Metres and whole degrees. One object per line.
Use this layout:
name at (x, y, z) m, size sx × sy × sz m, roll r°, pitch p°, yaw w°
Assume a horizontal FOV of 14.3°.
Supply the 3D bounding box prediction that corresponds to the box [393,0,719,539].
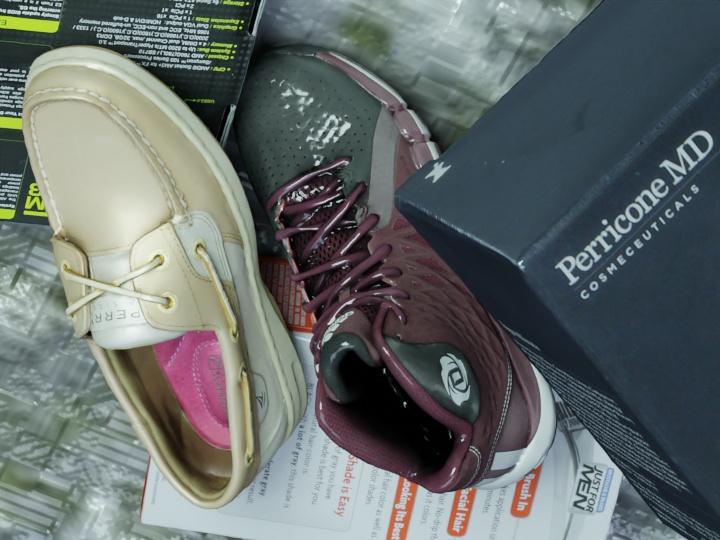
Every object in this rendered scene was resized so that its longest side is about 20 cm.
box at (0.158, -0.015, 1.094) m, size 0.197 × 0.117 × 0.200 m, roll -44°, pitch 116°, yaw -6°

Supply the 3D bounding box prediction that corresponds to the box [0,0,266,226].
box at (-0.139, -0.099, 1.094) m, size 0.200 × 0.048 × 0.193 m, roll 4°, pitch 138°, yaw -14°

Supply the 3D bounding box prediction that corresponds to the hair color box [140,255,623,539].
hair color box at (0.013, 0.063, 1.226) m, size 0.199 × 0.064 × 0.111 m, roll 10°, pitch 122°, yaw -3°

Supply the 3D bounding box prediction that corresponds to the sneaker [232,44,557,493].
sneaker at (0.000, 0.000, 1.111) m, size 0.076 × 0.115 × 0.200 m, roll -36°, pitch 82°, yaw 22°

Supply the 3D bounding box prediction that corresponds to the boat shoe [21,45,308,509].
boat shoe at (-0.078, 0.008, 1.106) m, size 0.074 × 0.069 × 0.200 m, roll -8°, pitch 125°, yaw 28°
